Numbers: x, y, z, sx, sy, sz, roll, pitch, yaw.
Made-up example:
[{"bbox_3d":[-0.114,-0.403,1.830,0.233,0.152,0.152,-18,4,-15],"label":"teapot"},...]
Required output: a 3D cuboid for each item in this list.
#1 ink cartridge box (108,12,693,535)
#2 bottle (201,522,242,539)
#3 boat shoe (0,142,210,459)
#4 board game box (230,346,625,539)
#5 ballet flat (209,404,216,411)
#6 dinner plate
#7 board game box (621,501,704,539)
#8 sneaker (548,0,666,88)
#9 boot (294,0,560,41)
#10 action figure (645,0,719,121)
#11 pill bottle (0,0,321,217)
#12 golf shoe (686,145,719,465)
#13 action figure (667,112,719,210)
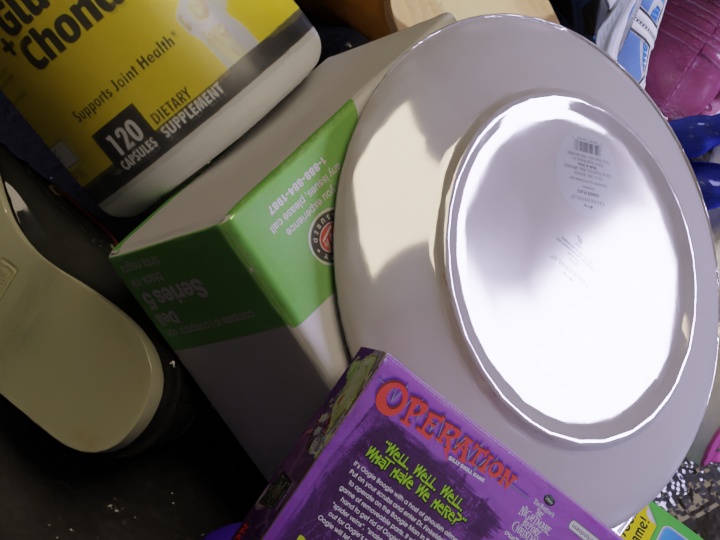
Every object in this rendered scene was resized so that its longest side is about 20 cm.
[{"bbox_3d":[0.023,0.027,0.736,0.146,0.084,0.200,-45,110,-36],"label":"ink cartridge box"},{"bbox_3d":[-0.043,0.188,0.657,0.083,0.065,0.201,27,47,-19],"label":"bottle"},{"bbox_3d":[-0.140,-0.002,0.760,0.201,0.074,0.063,43,11,20],"label":"boat shoe"},{"bbox_3d":[0.045,0.132,0.660,0.200,0.032,0.120,39,82,-19],"label":"board game box"},{"bbox_3d":[0.000,0.000,0.828,0.072,0.072,0.201,33,51,-1],"label":"ballet flat"},{"bbox_3d":[0.074,0.000,0.713,0.200,0.024,0.201,9,75,-38],"label":"dinner plate"},{"bbox_3d":[0.119,0.195,0.766,0.134,0.029,0.200,37,47,1],"label":"board game box"},{"bbox_3d":[0.113,-0.112,0.886,0.076,0.200,0.077,36,57,27],"label":"sneaker"},{"bbox_3d":[0.012,-0.134,0.894,0.071,0.144,0.201,-42,87,-11],"label":"boot"},{"bbox_3d":[0.177,-0.120,0.944,0.134,0.200,0.149,29,7,-14],"label":"action figure"},{"bbox_3d":[-0.115,-0.128,0.742,0.200,0.112,0.112,50,46,-8],"label":"pill bottle"},{"bbox_3d":[0.147,-0.007,0.872,0.091,0.075,0.200,16,48,6],"label":"golf shoe"},{"bbox_3d":[0.120,-0.034,0.817,0.099,0.199,0.065,-51,129,-52],"label":"action figure"}]
